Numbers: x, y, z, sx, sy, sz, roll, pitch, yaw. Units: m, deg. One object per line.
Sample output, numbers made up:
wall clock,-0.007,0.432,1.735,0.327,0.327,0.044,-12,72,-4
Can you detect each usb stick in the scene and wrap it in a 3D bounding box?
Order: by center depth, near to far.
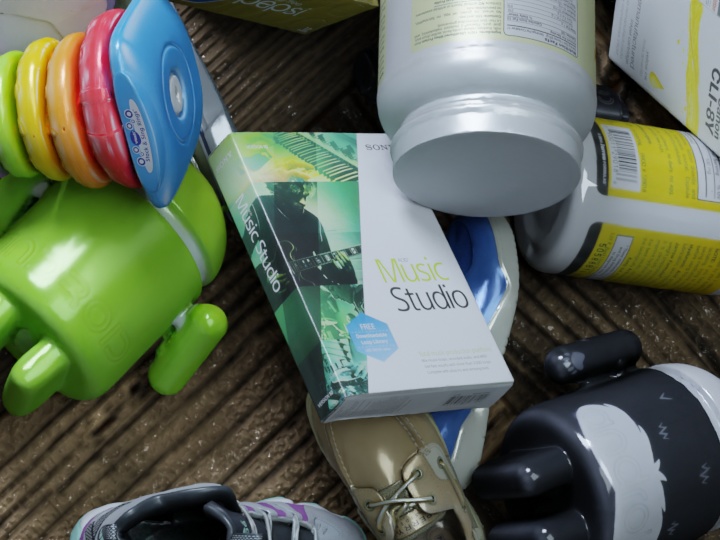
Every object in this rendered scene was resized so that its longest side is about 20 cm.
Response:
usb stick,0.091,-0.124,1.715,0.199,0.056,0.033,7,117,-19

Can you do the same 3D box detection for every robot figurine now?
robot figurine,-0.166,0.000,1.551,0.175,0.116,0.200,41,67,5
robot figurine,0.172,0.135,1.643,0.199,0.151,0.125,-17,41,-32

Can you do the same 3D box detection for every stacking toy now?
stacking toy,-0.204,-0.096,1.493,0.199,0.110,0.117,-6,118,14

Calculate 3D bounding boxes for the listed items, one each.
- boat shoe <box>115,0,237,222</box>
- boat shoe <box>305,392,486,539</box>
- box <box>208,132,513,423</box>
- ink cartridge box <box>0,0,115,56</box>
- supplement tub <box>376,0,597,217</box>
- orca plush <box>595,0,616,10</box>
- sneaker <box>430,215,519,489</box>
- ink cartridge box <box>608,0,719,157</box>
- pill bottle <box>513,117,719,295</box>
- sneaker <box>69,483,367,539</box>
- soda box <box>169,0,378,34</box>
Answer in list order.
boat shoe,-0.127,-0.116,1.628,0.062,0.072,0.201,-26,84,0
boat shoe,0.031,0.145,1.577,0.072,0.065,0.200,-28,121,5
box,0.000,0.000,1.566,0.144,0.036,0.201,-3,57,-41
ink cartridge box,-0.226,-0.228,1.569,0.136,0.077,0.201,11,43,-15
supplement tub,0.083,-0.151,1.609,0.144,0.145,0.201,10,64,-19
orca plush,0.145,-0.229,1.746,0.199,0.071,0.106,-26,88,-24
sneaker,0.035,0.042,1.639,0.111,0.077,0.201,17,79,-26
ink cartridge box,0.260,-0.170,1.685,0.083,0.200,0.146,-10,125,-23
pill bottle,0.217,-0.042,1.710,0.199,0.111,0.112,8,75,-19
sneaker,-0.073,0.174,1.533,0.199,0.140,0.078,-1,78,-21
soda box,-0.074,-0.202,1.553,0.200,0.067,0.064,5,73,-53
